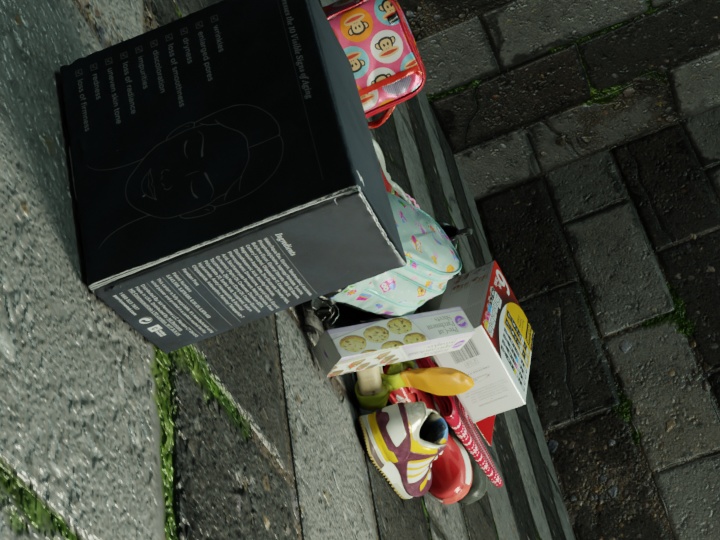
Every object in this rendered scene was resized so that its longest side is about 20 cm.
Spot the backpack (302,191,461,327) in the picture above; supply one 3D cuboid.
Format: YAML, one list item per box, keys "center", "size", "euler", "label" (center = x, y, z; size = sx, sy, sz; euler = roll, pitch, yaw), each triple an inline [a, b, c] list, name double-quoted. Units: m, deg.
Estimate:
- center: [0.015, -0.016, 1.413]
  size: [0.200, 0.126, 0.168]
  euler: [24, 40, -44]
  label: "backpack"

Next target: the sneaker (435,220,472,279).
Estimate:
- center: [0.137, -0.016, 1.985]
  size: [0.199, 0.140, 0.078]
  euler: [32, 35, -24]
  label: "sneaker"

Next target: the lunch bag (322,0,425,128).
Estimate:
- center: [-0.019, -0.267, 1.690]
  size: [0.082, 0.199, 0.177]
  euler: [-101, 166, -64]
  label: "lunch bag"

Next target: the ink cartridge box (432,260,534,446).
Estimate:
- center: [0.181, 0.113, 1.750]
  size: [0.176, 0.084, 0.200]
  euler: [59, 23, -18]
  label: "ink cartridge box"

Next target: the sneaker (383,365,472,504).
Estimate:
- center: [0.070, 0.202, 1.633]
  size: [0.116, 0.078, 0.200]
  euler: [46, 12, -46]
  label: "sneaker"

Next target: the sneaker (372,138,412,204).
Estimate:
- center: [0.022, -0.113, 2.004]
  size: [0.201, 0.077, 0.085]
  euler: [58, 25, -21]
  label: "sneaker"

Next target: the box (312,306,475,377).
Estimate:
- center: [0.039, 0.078, 1.410]
  size: [0.199, 0.039, 0.042]
  euler: [-7, 58, -38]
  label: "box"

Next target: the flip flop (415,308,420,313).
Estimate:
- center: [0.057, 0.053, 1.877]
  size: [0.200, 0.057, 0.081]
  euler: [83, -2, -59]
  label: "flip flop"

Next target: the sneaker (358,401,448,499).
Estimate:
- center: [0.070, 0.213, 1.503]
  size: [0.200, 0.090, 0.075]
  euler: [51, 20, -59]
  label: "sneaker"

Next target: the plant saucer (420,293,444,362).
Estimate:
- center: [0.121, 0.102, 1.905]
  size: [0.200, 0.050, 0.201]
  euler: [168, -90, -90]
  label: "plant saucer"

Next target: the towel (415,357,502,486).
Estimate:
- center: [0.130, 0.191, 1.697]
  size: [0.200, 0.022, 0.145]
  euler: [55, 8, -46]
  label: "towel"

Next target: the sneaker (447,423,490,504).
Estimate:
- center: [0.120, 0.243, 1.806]
  size: [0.091, 0.076, 0.201]
  euler: [48, 14, -48]
  label: "sneaker"

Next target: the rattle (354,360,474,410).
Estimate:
- center: [0.044, 0.066, 1.523]
  size: [0.131, 0.142, 0.200]
  euler: [59, 16, -32]
  label: "rattle"

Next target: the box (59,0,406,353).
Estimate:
- center: [-0.094, -0.077, 0.914]
  size: [0.124, 0.196, 0.201]
  euler: [53, 20, -58]
  label: "box"

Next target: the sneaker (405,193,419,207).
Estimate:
- center: [0.071, -0.045, 2.109]
  size: [0.096, 0.079, 0.201]
  euler: [-78, 146, -51]
  label: "sneaker"
